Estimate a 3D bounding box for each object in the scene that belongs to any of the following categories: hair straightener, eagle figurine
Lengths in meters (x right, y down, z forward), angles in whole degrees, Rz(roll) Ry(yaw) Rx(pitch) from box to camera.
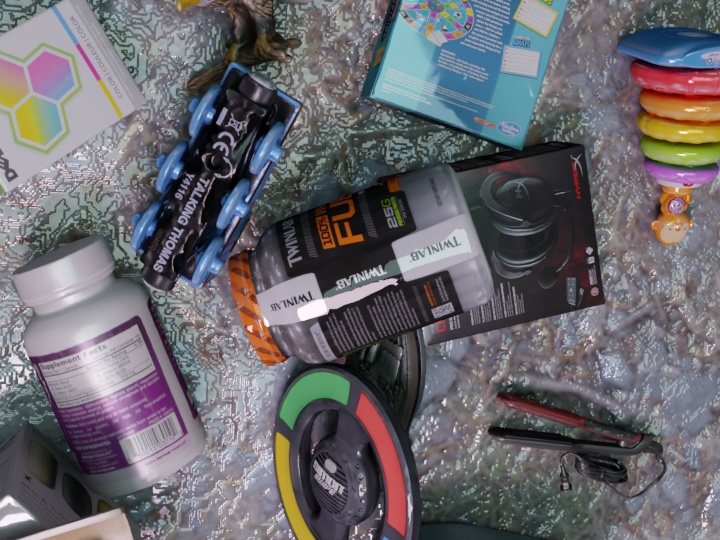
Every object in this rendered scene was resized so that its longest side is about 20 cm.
[{"bbox_3d":[0.213,0.179,1.128,0.198,0.041,0.078,16,95,-19],"label":"hair straightener"},{"bbox_3d":[-0.119,-0.255,0.926,0.150,0.151,0.202,-24,110,3],"label":"eagle figurine"}]

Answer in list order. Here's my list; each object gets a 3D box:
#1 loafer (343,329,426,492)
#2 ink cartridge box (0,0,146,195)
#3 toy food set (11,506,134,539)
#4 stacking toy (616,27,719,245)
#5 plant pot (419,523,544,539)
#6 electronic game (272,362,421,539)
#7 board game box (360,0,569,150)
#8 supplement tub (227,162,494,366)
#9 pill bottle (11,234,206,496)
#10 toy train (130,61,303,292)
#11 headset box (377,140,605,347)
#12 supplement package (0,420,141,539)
[{"bbox_3d":[0.013,0.116,1.028,0.063,0.071,0.202,-18,121,-42],"label":"loafer"},{"bbox_3d":[-0.281,-0.126,0.919,0.200,0.059,0.104,-39,106,-30],"label":"ink cartridge box"},{"bbox_3d":[-0.213,0.279,0.823,0.142,0.060,0.202,-16,102,-11],"label":"toy food set"},{"bbox_3d":[0.299,-0.119,1.077,0.115,0.110,0.203,-3,110,-15],"label":"stacking toy"},{"bbox_3d":[0.090,0.340,1.046,0.198,0.196,0.198,20,94,-8],"label":"plant pot"},{"bbox_3d":[-0.016,0.180,0.997,0.041,0.199,0.203,-8,101,-37],"label":"electronic game"},{"bbox_3d":[0.102,-0.227,1.034,0.149,0.047,0.202,17,94,-14],"label":"board game box"},{"bbox_3d":[0.000,0.000,0.940,0.198,0.123,0.124,-20,102,4],"label":"supplement tub"},{"bbox_3d":[-0.216,0.078,0.975,0.111,0.112,0.202,-23,102,-8],"label":"pill bottle"},{"bbox_3d":[-0.119,-0.075,0.954,0.086,0.114,0.201,30,106,0],"label":"toy train"},{"bbox_3d":[0.109,-0.025,1.051,0.198,0.077,0.151,-12,101,-12],"label":"headset box"},{"bbox_3d":[-0.278,0.249,0.939,0.151,0.200,0.152,-44,105,-4],"label":"supplement package"}]
